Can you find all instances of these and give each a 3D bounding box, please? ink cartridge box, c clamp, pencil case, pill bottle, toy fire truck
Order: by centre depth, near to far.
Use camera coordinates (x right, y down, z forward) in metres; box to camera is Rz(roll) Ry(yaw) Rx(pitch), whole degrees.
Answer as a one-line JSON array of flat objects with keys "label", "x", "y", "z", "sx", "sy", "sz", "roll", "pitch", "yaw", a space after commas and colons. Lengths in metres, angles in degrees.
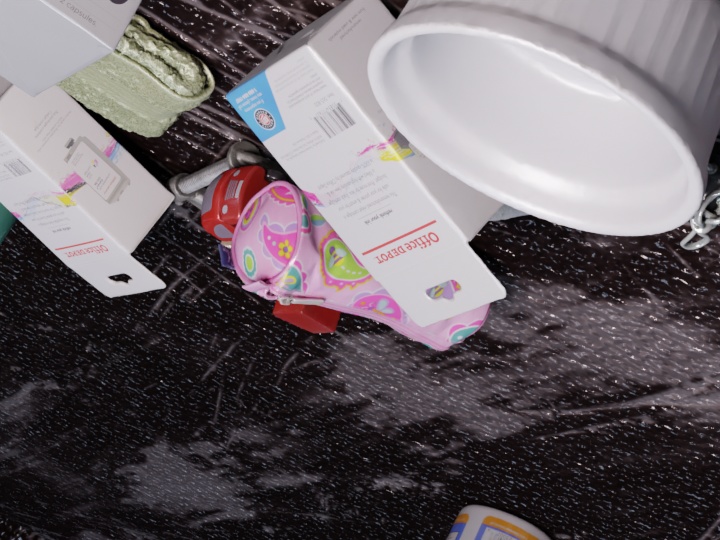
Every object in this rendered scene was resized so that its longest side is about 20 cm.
[{"label": "ink cartridge box", "x": 0.021, "y": -0.068, "z": 1.380, "sx": 0.200, "sy": 0.068, "sz": 0.115, "roll": 51, "pitch": 149, "yaw": -10}, {"label": "pencil case", "x": 0.000, "y": 0.000, "z": 1.571, "sx": 0.200, "sy": 0.088, "sz": 0.087, "roll": 18, "pitch": 169, "yaw": -38}, {"label": "toy fire truck", "x": -0.059, "y": -0.015, "z": 1.672, "sx": 0.200, "sy": 0.049, "sz": 0.141, "roll": 32, "pitch": 157, "yaw": -35}, {"label": "c clamp", "x": -0.098, "y": -0.061, "z": 1.695, "sx": 0.171, "sy": 0.027, "sz": 0.200, "roll": 35, "pitch": 158, "yaw": -24}, {"label": "ink cartridge box", "x": -0.231, "y": -0.069, "z": 1.742, "sx": 0.200, "sy": 0.068, "sz": 0.116, "roll": 46, "pitch": 154, "yaw": -21}, {"label": "pill bottle", "x": 0.113, "y": 0.347, "z": 2.190, "sx": 0.112, "sy": 0.200, "sz": 0.112, "roll": 23, "pitch": 160, "yaw": 9}]

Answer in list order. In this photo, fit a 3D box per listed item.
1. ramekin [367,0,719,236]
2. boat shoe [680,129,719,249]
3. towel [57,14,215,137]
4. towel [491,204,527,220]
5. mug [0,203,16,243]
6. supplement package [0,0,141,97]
[{"label": "ramekin", "x": 0.113, "y": -0.113, "z": 1.210, "sx": 0.200, "sy": 0.098, "sz": 0.201, "roll": 23, "pitch": 159, "yaw": 9}, {"label": "boat shoe", "x": 0.203, "y": -0.053, "z": 1.289, "sx": 0.199, "sy": 0.068, "sz": 0.074, "roll": 18, "pitch": 159, "yaw": 21}, {"label": "towel", "x": -0.208, "y": -0.165, "z": 1.563, "sx": 0.200, "sy": 0.037, "sz": 0.148, "roll": 31, "pitch": 160, "yaw": -14}, {"label": "towel", "x": 0.040, "y": -0.079, "z": 1.474, "sx": 0.132, "sy": 0.035, "sz": 0.200, "roll": 36, "pitch": 158, "yaw": -27}, {"label": "mug", "x": -0.379, "y": -0.077, "z": 1.870, "sx": 0.184, "sy": 0.115, "sz": 0.152, "roll": 14, "pitch": 157, "yaw": 29}, {"label": "supplement package", "x": -0.235, "y": -0.220, "z": 1.350, "sx": 0.200, "sy": 0.111, "sz": 0.156, "roll": 33, "pitch": 159, "yaw": -20}]
